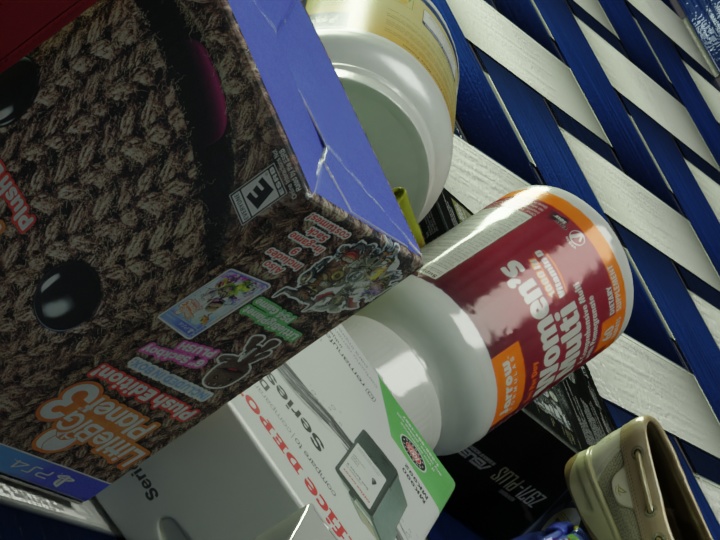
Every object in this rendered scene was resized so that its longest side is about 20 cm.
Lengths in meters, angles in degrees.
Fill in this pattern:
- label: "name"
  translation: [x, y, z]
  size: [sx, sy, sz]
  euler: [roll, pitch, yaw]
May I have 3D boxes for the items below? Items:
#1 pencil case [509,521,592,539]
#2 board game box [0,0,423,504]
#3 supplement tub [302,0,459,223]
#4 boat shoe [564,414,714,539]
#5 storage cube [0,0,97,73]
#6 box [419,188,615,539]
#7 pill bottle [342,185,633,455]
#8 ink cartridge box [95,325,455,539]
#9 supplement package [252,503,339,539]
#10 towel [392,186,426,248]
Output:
- label: "pencil case"
  translation: [0.144, 0.240, 1.495]
  size: [0.200, 0.087, 0.078]
  euler: [56, 17, 5]
- label: "board game box"
  translation: [-0.100, -0.024, 1.115]
  size: [0.097, 0.200, 0.160]
  euler: [29, 31, -54]
- label: "supplement tub"
  translation: [-0.013, -0.095, 1.585]
  size: [0.145, 0.144, 0.200]
  euler: [51, 17, -16]
- label: "boat shoe"
  translation: [0.189, 0.179, 1.473]
  size: [0.072, 0.065, 0.201]
  euler: [11, 47, -56]
- label: "storage cube"
  translation: [-0.225, -0.182, 1.121]
  size: [0.180, 0.171, 0.200]
  euler: [43, 22, -33]
- label: "box"
  translation: [0.079, 0.066, 1.637]
  size: [0.164, 0.086, 0.201]
  euler: [39, 24, -44]
- label: "pill bottle"
  translation: [0.056, 0.037, 1.455]
  size: [0.200, 0.109, 0.110]
  euler: [-32, 88, -39]
- label: "ink cartridge box"
  translation: [-0.041, 0.100, 1.248]
  size: [0.146, 0.084, 0.200]
  euler: [54, 17, -4]
- label: "supplement package"
  translation: [-0.049, 0.197, 0.981]
  size: [0.120, 0.121, 0.200]
  euler: [54, 16, -6]
- label: "towel"
  translation: [0.000, 0.000, 1.455]
  size: [0.018, 0.086, 0.200]
  euler: [44, -4, 11]
